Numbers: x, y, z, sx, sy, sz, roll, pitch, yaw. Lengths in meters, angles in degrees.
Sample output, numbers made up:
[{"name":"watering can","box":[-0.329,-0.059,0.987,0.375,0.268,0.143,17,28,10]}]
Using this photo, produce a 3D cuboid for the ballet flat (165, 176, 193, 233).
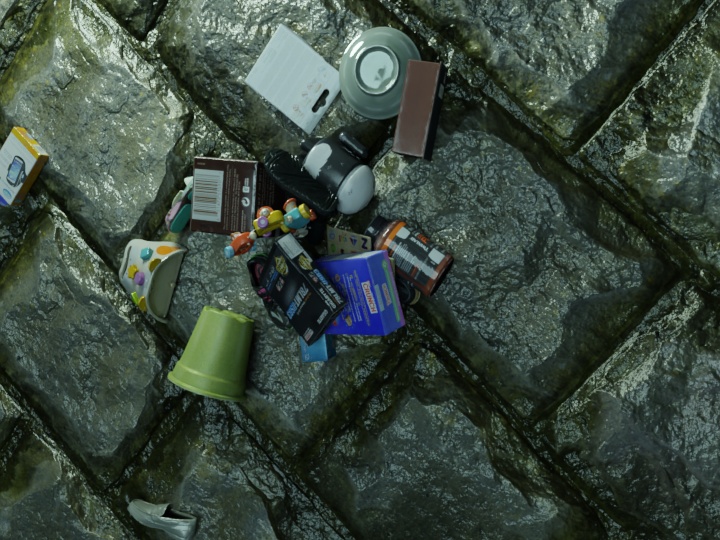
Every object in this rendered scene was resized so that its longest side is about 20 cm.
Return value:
[{"name":"ballet flat","box":[-0.428,-0.185,1.603,0.200,0.069,0.072,-48,60,16]}]

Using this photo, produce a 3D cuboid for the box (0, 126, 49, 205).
[{"name":"box","box":[-0.958,-0.279,1.777,0.119,0.041,0.201,43,107,10]}]

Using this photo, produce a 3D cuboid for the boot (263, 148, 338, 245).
[{"name":"boot","box":[-0.150,-0.156,1.435,0.199,0.077,0.169,38,147,0]}]

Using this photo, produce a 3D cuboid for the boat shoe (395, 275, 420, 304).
[{"name":"boat shoe","box":[0.041,0.027,1.462,0.196,0.062,0.076,21,102,19]}]

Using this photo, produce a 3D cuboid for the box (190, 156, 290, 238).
[{"name":"box","box":[-0.270,-0.167,1.476,0.160,0.200,0.171,6,97,17]}]

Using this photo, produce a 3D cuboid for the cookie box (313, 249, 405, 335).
[{"name":"cookie box","box":[-0.013,0.051,1.413,0.197,0.074,0.175,-3,106,45]}]

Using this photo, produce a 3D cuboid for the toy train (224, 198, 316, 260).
[{"name":"toy train","box":[-0.191,-0.093,1.346,0.057,0.197,0.150,62,145,12]}]

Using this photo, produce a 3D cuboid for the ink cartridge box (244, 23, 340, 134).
[{"name":"ink cartridge box","box":[-0.150,-0.449,1.510,0.198,0.050,0.163,37,104,-6]}]

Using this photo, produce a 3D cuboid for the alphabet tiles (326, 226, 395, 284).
[{"name":"alphabet tiles","box":[0.000,0.000,1.438,0.197,0.007,0.171,17,118,39]}]

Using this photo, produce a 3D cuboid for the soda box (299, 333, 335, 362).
[{"name":"soda box","box":[-0.107,0.108,1.515,0.066,0.064,0.206,-5,93,18]}]

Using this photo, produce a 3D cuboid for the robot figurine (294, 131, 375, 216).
[{"name":"robot figurine","box":[-0.056,-0.217,1.447,0.199,0.151,0.125,38,63,12]}]

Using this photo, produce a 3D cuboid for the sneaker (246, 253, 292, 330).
[{"name":"sneaker","box":[-0.221,0.056,1.538,0.076,0.084,0.203,-32,84,18]}]

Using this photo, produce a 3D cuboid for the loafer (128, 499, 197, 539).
[{"name":"loafer","box":[-0.519,0.644,1.690,0.196,0.070,0.071,19,95,8]}]

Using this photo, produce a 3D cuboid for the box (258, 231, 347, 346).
[{"name":"box","box":[-0.133,0.045,1.401,0.200,0.049,0.200,53,149,9]}]

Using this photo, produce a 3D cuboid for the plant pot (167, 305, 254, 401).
[{"name":"plant pot","box":[-0.341,0.192,1.545,0.196,0.200,0.189,17,88,16]}]

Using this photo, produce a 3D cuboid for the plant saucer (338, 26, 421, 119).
[{"name":"plant saucer","box":[0.040,-0.443,1.430,0.195,0.050,0.206,1,96,15]}]

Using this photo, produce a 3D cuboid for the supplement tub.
[{"name":"supplement tub","box":[0.101,-0.039,1.415,0.198,0.107,0.108,35,103,12]}]

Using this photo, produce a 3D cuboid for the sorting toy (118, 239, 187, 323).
[{"name":"sorting toy","box":[-0.559,0.007,1.652,0.178,0.106,0.205,25,102,34]}]

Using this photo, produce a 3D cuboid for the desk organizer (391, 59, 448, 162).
[{"name":"desk organizer","box":[0.130,-0.349,1.402,0.075,0.071,0.205,13,98,19]}]
